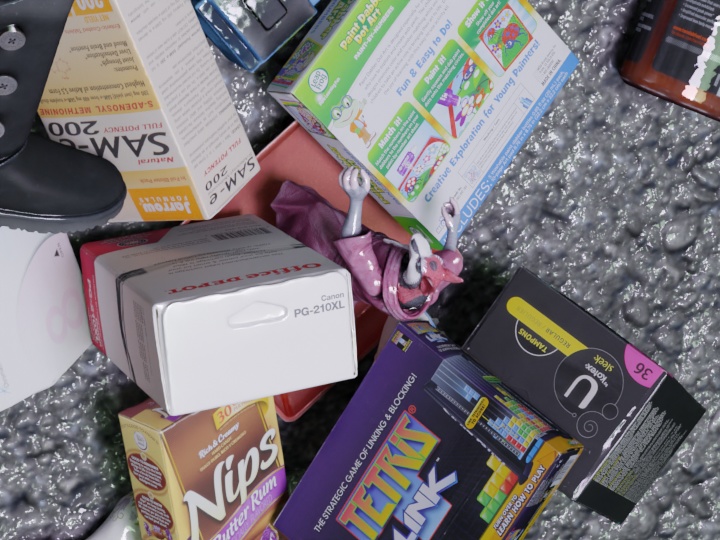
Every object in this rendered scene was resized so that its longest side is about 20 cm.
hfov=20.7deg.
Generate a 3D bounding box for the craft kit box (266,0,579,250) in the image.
[{"bbox_3d":[0.053,-0.153,1.547,0.198,0.048,0.200,45,73,-32],"label":"craft kit box"}]

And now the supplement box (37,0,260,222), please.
[{"bbox_3d":[-0.171,-0.136,1.418,0.074,0.125,0.201,-48,125,-42],"label":"supplement box"}]

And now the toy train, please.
[{"bbox_3d":[-0.053,-0.237,1.451,0.200,0.114,0.087,-43,120,-5],"label":"toy train"}]

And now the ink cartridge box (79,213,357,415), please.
[{"bbox_3d":[-0.105,0.028,1.427,0.144,0.200,0.085,-11,107,-20],"label":"ink cartridge box"}]

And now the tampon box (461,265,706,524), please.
[{"bbox_3d":[0.173,0.106,1.606,0.127,0.150,0.200,-54,158,0],"label":"tampon box"}]

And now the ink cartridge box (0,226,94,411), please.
[{"bbox_3d":[-0.273,0.026,1.416,0.057,0.200,0.163,-4,118,24],"label":"ink cartridge box"}]

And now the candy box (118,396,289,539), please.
[{"bbox_3d":[-0.115,0.180,1.547,0.116,0.056,0.201,-30,122,-38],"label":"candy box"}]

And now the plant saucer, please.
[{"bbox_3d":[-0.046,-0.013,1.578,0.200,0.037,0.200,-42,119,-5],"label":"plant saucer"}]

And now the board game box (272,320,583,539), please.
[{"bbox_3d":[0.050,0.166,1.515,0.201,0.165,0.057,-59,158,16],"label":"board game box"}]

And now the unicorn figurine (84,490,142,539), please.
[{"bbox_3d":[-0.199,0.239,1.582,0.200,0.074,0.137,-54,125,-21],"label":"unicorn figurine"}]

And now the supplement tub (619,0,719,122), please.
[{"bbox_3d":[0.295,-0.230,1.617,0.106,0.107,0.201,17,101,-28],"label":"supplement tub"}]

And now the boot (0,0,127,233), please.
[{"bbox_3d":[-0.219,-0.121,1.326,0.164,0.066,0.201,-3,131,-26],"label":"boot"}]

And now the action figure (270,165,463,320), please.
[{"bbox_3d":[0.000,0.000,1.466,0.133,0.200,0.150,18,94,-33],"label":"action figure"}]

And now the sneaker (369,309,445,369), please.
[{"bbox_3d":[0.024,0.110,1.609,0.072,0.072,0.201,-19,135,-36],"label":"sneaker"}]
